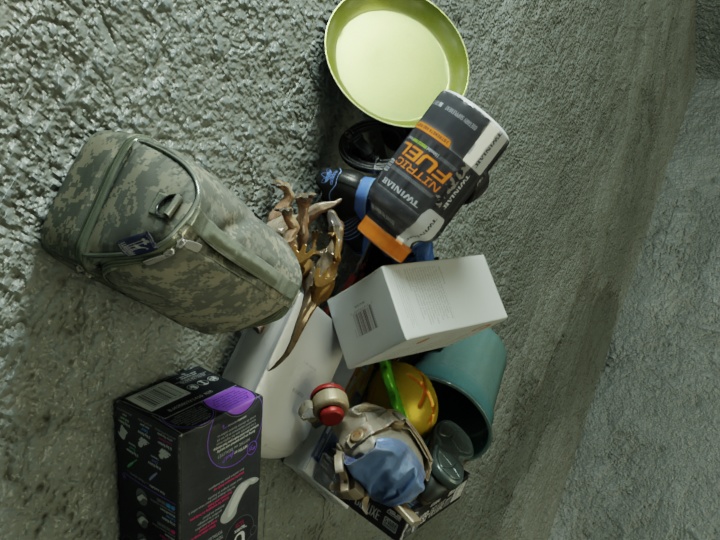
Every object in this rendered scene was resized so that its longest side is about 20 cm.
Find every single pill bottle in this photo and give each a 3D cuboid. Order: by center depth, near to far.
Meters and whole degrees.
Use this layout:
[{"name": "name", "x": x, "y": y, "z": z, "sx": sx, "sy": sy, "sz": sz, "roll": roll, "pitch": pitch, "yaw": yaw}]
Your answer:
[{"name": "pill bottle", "x": 0.081, "y": -0.108, "z": 0.862, "sx": 0.201, "sy": 0.106, "sz": 0.106, "roll": -53, "pitch": 148, "yaw": 6}]

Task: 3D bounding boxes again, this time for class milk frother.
[{"name": "milk frother", "x": 0.064, "y": -0.156, "z": 1.011, "sx": 0.199, "sy": 0.181, "sz": 0.189, "roll": -26, "pitch": 131, "yaw": -10}]

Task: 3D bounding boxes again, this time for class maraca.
[{"name": "maraca", "x": 0.060, "y": 0.196, "z": 1.058, "sx": 0.200, "sy": 0.106, "sz": 0.138, "roll": 59, "pitch": 8, "yaw": -66}]

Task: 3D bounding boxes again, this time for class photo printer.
[{"name": "photo printer", "x": -0.103, "y": 0.138, "z": 0.909, "sx": 0.201, "sy": 0.069, "sz": 0.166, "roll": -66, "pitch": 147, "yaw": -17}]

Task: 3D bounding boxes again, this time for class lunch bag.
[{"name": "lunch bag", "x": -0.162, "y": -0.027, "z": 0.654, "sx": 0.200, "sy": 0.167, "sz": 0.140, "roll": 42, "pitch": 66, "yaw": -55}]

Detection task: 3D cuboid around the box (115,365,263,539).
[{"name": "box", "x": -0.186, "y": 0.228, "z": 0.776, "sx": 0.122, "sy": 0.105, "sz": 0.202, "roll": -18, "pitch": 118, "yaw": -52}]

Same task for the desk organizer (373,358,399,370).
[{"name": "desk organizer", "x": 0.092, "y": 0.105, "z": 1.205, "sx": 0.200, "sy": 0.076, "sz": 0.072, "roll": -34, "pitch": 130, "yaw": -48}]

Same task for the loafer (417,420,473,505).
[{"name": "loafer", "x": 0.116, "y": 0.276, "z": 1.032, "sx": 0.063, "sy": 0.072, "sz": 0.200, "roll": -49, "pitch": 172, "yaw": 14}]

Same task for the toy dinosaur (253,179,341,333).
[{"name": "toy dinosaur", "x": -0.098, "y": -0.023, "z": 0.842, "sx": 0.200, "sy": 0.085, "sz": 0.137, "roll": -40, "pitch": 134, "yaw": -48}]

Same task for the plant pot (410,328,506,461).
[{"name": "plant pot", "x": 0.169, "y": 0.203, "z": 1.279, "sx": 0.196, "sy": 0.198, "sz": 0.202, "roll": -52, "pitch": 142, "yaw": -46}]

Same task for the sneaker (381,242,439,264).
[{"name": "sneaker", "x": 0.075, "y": -0.016, "z": 1.038, "sx": 0.200, "sy": 0.076, "sz": 0.112, "roll": -54, "pitch": 134, "yaw": -77}]

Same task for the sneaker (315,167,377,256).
[{"name": "sneaker", "x": -0.014, "y": -0.082, "z": 0.977, "sx": 0.200, "sy": 0.077, "sz": 0.071, "roll": 84, "pitch": 28, "yaw": -67}]

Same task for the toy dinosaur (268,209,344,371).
[{"name": "toy dinosaur", "x": -0.051, "y": 0.022, "z": 0.805, "sx": 0.106, "sy": 0.060, "sz": 0.201, "roll": 72, "pitch": 40, "yaw": -70}]

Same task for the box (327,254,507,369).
[{"name": "box", "x": 0.077, "y": 0.052, "z": 0.944, "sx": 0.199, "sy": 0.124, "sz": 0.098, "roll": -6, "pitch": 71, "yaw": -42}]

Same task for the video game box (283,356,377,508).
[{"name": "video game box", "x": -0.023, "y": 0.249, "z": 1.110, "sx": 0.201, "sy": 0.046, "sz": 0.183, "roll": -61, "pitch": 148, "yaw": -22}]

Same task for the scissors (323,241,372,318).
[{"name": "scissors", "x": 0.000, "y": 0.000, "z": 1.004, "sx": 0.073, "sy": 0.014, "sz": 0.201, "roll": -7, "pitch": 130, "yaw": -57}]

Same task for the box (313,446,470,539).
[{"name": "box", "x": 0.051, "y": 0.307, "z": 1.053, "sx": 0.199, "sy": 0.157, "sz": 0.050, "roll": -3, "pitch": 117, "yaw": -57}]

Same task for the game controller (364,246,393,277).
[{"name": "game controller", "x": 0.062, "y": -0.009, "z": 1.160, "sx": 0.199, "sy": 0.042, "sz": 0.106, "roll": 9, "pitch": 80, "yaw": -59}]

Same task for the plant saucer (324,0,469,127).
[{"name": "plant saucer", "x": 0.046, "y": -0.272, "z": 0.918, "sx": 0.201, "sy": 0.199, "sz": 0.031, "roll": -62, "pitch": -172, "yaw": -21}]

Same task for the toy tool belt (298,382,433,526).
[{"name": "toy tool belt", "x": 0.013, "y": 0.237, "z": 0.892, "sx": 0.200, "sy": 0.124, "sz": 0.123, "roll": 46, "pitch": 18, "yaw": -36}]
